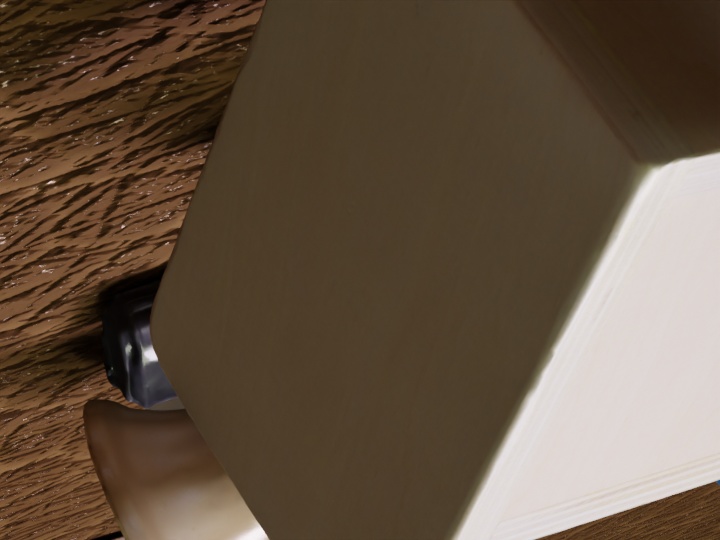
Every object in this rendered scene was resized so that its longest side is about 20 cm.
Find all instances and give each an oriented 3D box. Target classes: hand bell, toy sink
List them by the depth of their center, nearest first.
[{"bbox_3d":[0.044,-0.013,0.749,0.112,0.131,0.200,-13,144,-33],"label":"toy sink"},{"bbox_3d":[0.007,0.052,1.111,0.199,0.105,0.104,-27,168,4],"label":"hand bell"}]

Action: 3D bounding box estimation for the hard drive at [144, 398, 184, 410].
[{"bbox_3d":[0.022,0.014,1.209,0.199,0.026,0.132,-15,166,-32],"label":"hard drive"}]

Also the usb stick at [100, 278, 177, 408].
[{"bbox_3d":[0.000,0.000,1.084,0.199,0.033,0.056,-19,143,-14],"label":"usb stick"}]

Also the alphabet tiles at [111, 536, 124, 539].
[{"bbox_3d":[-0.146,0.174,1.625,0.195,0.015,0.200,-15,166,-32],"label":"alphabet tiles"}]

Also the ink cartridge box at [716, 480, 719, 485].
[{"bbox_3d":[0.176,-0.014,0.930,0.084,0.146,0.200,-24,155,-50],"label":"ink cartridge box"}]
